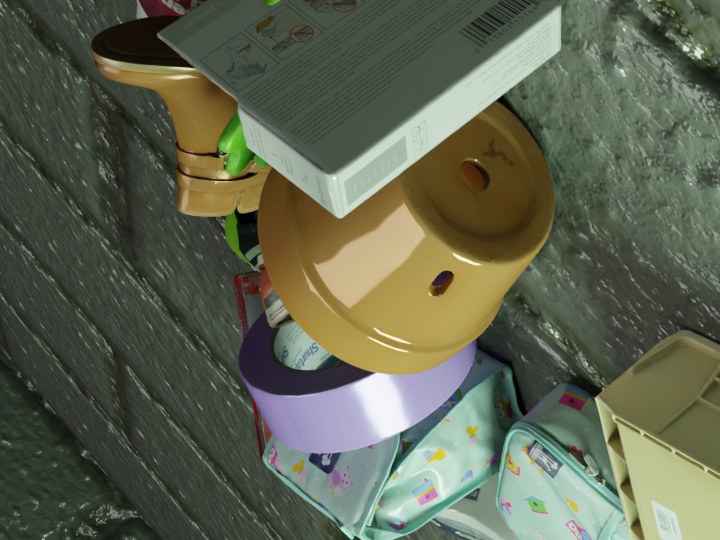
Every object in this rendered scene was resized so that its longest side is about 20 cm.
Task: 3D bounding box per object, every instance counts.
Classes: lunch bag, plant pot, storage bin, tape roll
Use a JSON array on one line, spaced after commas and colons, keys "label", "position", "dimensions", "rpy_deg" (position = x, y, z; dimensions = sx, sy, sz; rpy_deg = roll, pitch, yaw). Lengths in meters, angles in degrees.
[{"label": "lunch bag", "position": [0.024, 0.146, 1.346], "dimensions": [0.170, 0.200, 0.122], "rpy_deg": [29, 148, 47]}, {"label": "plant pot", "position": [0.044, -0.041, 1.065], "dimensions": [0.201, 0.200, 0.140], "rpy_deg": [53, 142, 0]}, {"label": "storage bin", "position": [0.274, 0.170, 1.027], "dimensions": [0.198, 0.094, 0.201], "rpy_deg": [30, 149, 46]}, {"label": "tape roll", "position": [-0.003, 0.067, 1.281], "dimensions": [0.200, 0.200, 0.066], "rpy_deg": [20, 143, 53]}, {"label": "lunch bag", "position": [0.193, 0.196, 1.245], "dimensions": [0.160, 0.077, 0.200], "rpy_deg": [43, 156, 23]}]

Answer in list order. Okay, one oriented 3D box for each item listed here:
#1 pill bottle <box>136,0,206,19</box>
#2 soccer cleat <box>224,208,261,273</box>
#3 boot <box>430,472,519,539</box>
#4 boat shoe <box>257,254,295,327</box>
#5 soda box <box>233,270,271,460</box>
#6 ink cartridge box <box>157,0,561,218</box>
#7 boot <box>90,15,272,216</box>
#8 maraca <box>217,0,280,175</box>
[{"label": "pill bottle", "position": [-0.122, -0.242, 1.179], "dimensions": [0.110, 0.109, 0.200], "rpy_deg": [51, 158, 4]}, {"label": "soccer cleat", "position": [-0.072, -0.019, 1.481], "dimensions": [0.200, 0.067, 0.081], "rpy_deg": [36, 140, 37]}, {"label": "boot", "position": [0.134, 0.234, 1.433], "dimensions": [0.199, 0.073, 0.090], "rpy_deg": [15, 159, 38]}, {"label": "boat shoe", "position": [0.000, 0.000, 1.247], "dimensions": [0.199, 0.071, 0.063], "rpy_deg": [-13, 77, 28]}, {"label": "soda box", "position": [-0.086, 0.098, 1.558], "dimensions": [0.070, 0.063, 0.202], "rpy_deg": [172, 90, -79]}, {"label": "ink cartridge box", "position": [0.000, -0.147, 0.957], "dimensions": [0.176, 0.200, 0.045], "rpy_deg": [39, 156, 31]}, {"label": "boot", "position": [-0.128, -0.113, 1.165], "dimensions": [0.074, 0.199, 0.155], "rpy_deg": [62, 140, 43]}, {"label": "maraca", "position": [-0.047, -0.160, 1.070], "dimensions": [0.107, 0.137, 0.201], "rpy_deg": [32, 113, 19]}]
